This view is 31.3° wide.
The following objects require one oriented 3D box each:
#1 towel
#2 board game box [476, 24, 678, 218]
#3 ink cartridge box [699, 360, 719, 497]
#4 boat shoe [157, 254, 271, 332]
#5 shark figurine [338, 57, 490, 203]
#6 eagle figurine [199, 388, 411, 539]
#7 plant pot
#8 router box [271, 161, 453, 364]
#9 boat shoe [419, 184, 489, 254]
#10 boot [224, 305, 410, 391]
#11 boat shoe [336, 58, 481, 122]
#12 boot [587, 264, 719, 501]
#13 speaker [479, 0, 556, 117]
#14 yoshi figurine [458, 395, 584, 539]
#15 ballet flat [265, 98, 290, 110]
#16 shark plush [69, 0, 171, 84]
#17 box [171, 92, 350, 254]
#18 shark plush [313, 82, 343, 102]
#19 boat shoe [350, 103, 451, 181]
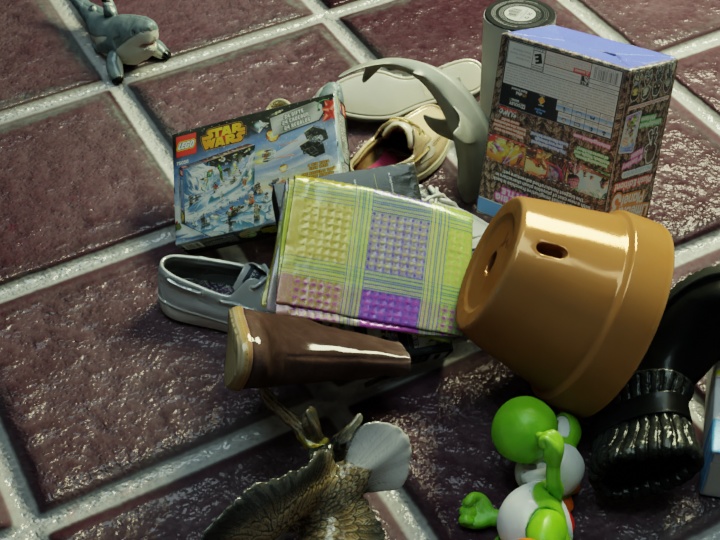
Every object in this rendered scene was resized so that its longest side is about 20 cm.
[{"bbox_3d":[0.010,-0.011,1.259,0.199,0.023,0.144,9,73,-8],"label":"towel"},{"bbox_3d":[0.224,-0.138,1.346,0.159,0.201,0.097,25,29,36],"label":"board game box"},{"bbox_3d":[0.387,0.123,1.215,0.115,0.068,0.200,8,45,10],"label":"ink cartridge box"},{"bbox_3d":[-0.116,0.022,1.336,0.199,0.069,0.072,14,46,15],"label":"boat shoe"},{"bbox_3d":[0.090,-0.174,1.409,0.214,0.128,0.090,45,30,-13],"label":"shark figurine"},{"bbox_3d":[-0.050,0.217,1.099,0.151,0.151,0.200,16,35,4],"label":"eagle figurine"},{"bbox_3d":[0.180,0.020,1.207,0.140,0.200,0.200,23,44,-9],"label":"plant pot"},{"bbox_3d":[0.000,0.000,1.298,0.149,0.051,0.201,-9,78,-8],"label":"router box"},{"bbox_3d":[0.067,-0.056,1.372,0.200,0.070,0.071,14,33,40],"label":"boat shoe"},{"bbox_3d":[-0.036,0.071,1.151,0.166,0.073,0.200,4,1,-4],"label":"boot"},{"bbox_3d":[0.059,-0.217,1.599,0.199,0.057,0.067,-10,80,-3],"label":"boat shoe"},{"bbox_3d":[0.289,0.104,1.161,0.079,0.211,0.158,35,30,-17],"label":"boot"},{"bbox_3d":[0.175,-0.202,1.465,0.081,0.200,0.081,-1,38,1],"label":"speaker"},{"bbox_3d":[0.141,0.189,1.131,0.112,0.112,0.200,5,41,17],"label":"yoshi figurine"},{"bbox_3d":[-0.118,-0.130,1.497,0.069,0.070,0.200,11,45,13],"label":"ballet flat"},{"bbox_3d":[-0.321,-0.332,1.700,0.091,0.083,0.200,-23,48,-20],"label":"shark plush"},{"bbox_3d":[-0.109,-0.104,1.408,0.199,0.040,0.137,-11,69,18],"label":"box"},{"bbox_3d":[-0.052,-0.113,1.436,0.083,0.091,0.201,-26,45,37],"label":"shark plush"},{"bbox_3d":[0.048,-0.142,1.500,0.074,0.069,0.200,22,49,22],"label":"boat shoe"}]
